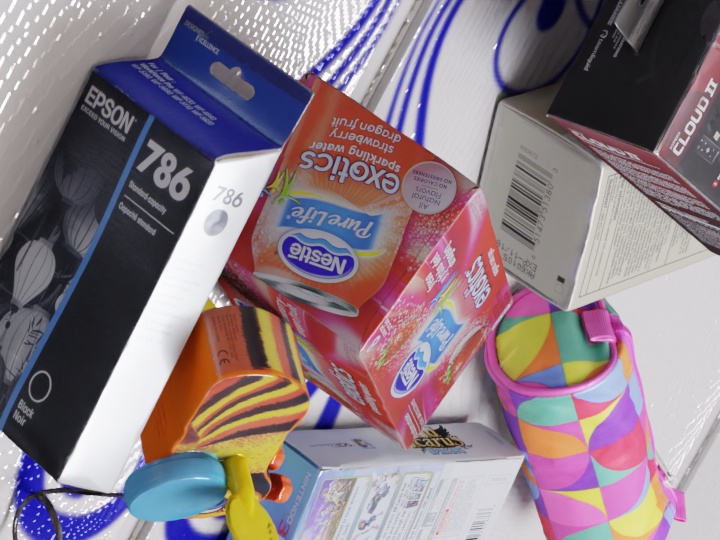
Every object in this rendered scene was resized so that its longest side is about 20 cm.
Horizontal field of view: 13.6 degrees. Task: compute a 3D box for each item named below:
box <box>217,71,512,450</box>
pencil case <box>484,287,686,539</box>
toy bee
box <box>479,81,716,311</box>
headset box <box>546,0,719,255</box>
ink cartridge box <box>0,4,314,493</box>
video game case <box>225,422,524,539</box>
[{"bbox_3d":[0.000,0.000,1.404,0.096,0.099,0.200,-53,165,-9],"label":"box"},{"bbox_3d":[0.128,0.089,1.705,0.088,0.088,0.200,-45,145,-15],"label":"pencil case"},{"bbox_3d":[-0.069,0.074,1.390,0.108,0.200,0.132,3,80,-34],"label":"toy bee"},{"bbox_3d":[0.159,-0.057,1.623,0.199,0.078,0.096,-18,130,-43],"label":"box"},{"bbox_3d":[0.189,-0.101,1.508,0.200,0.077,0.150,33,82,-48],"label":"headset box"},{"bbox_3d":[-0.104,-0.014,1.316,0.039,0.099,0.201,18,103,-47],"label":"ink cartridge box"},{"bbox_3d":[-0.015,0.179,1.637,0.181,0.045,0.201,0,118,-53],"label":"video game case"}]
